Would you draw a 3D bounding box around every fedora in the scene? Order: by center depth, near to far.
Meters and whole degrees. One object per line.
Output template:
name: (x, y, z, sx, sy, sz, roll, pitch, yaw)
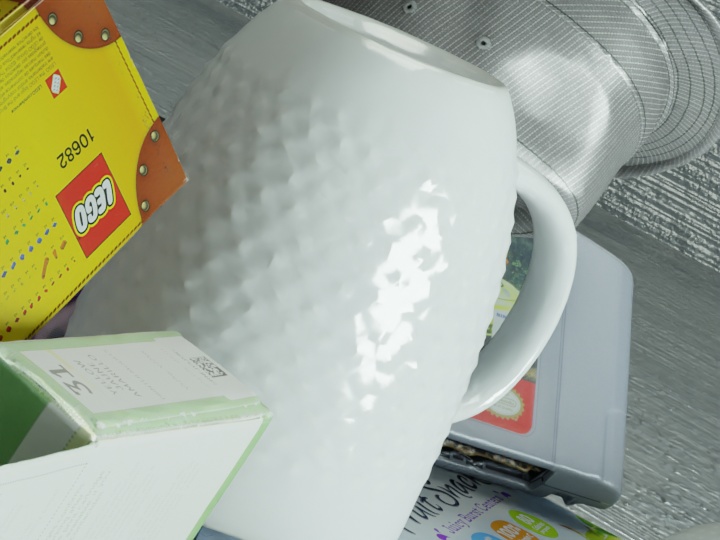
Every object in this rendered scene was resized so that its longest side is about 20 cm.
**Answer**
fedora: (0.049, -0.075, 0.890, 0.200, 0.090, 0.177, 30, -27, 4)

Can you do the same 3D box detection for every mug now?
mug: (0.000, 0.000, 0.800, 0.199, 0.176, 0.148, 14, 15, -38)

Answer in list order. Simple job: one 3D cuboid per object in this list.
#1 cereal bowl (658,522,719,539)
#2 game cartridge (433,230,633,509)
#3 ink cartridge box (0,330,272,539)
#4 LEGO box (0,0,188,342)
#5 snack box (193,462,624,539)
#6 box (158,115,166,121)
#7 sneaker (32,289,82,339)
cereal bowl: (0.188, 0.176, 0.817, 0.200, 0.083, 0.200, 46, 15, -16)
game cartridge: (0.031, 0.019, 0.940, 0.199, 0.041, 0.134, 18, 54, -18)
ink cartridge box: (-0.113, 0.087, 0.526, 0.048, 0.146, 0.200, 39, 14, 19)
LEGO box: (-0.169, 0.000, 0.573, 0.149, 0.200, 0.077, 4, -51, 39)
snack box: (0.035, 0.132, 0.885, 0.168, 0.068, 0.200, 27, 9, 15)
box: (-0.074, -0.004, 1.184, 0.199, 0.106, 0.122, 24, 11, -14)
sneaker: (-0.132, -0.004, 0.944, 0.200, 0.089, 0.081, -27, 73, -46)
